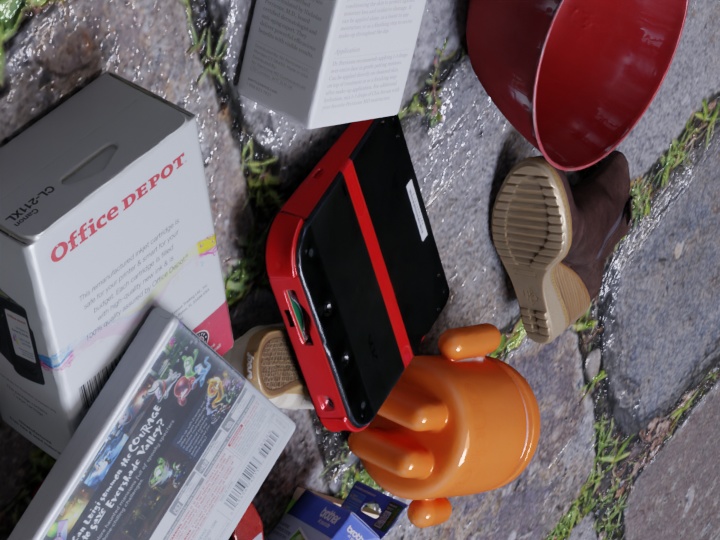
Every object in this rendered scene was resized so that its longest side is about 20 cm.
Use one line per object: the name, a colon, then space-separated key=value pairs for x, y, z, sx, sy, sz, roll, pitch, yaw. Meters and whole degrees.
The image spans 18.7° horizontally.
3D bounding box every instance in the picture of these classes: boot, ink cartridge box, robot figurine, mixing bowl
boot: x=0.178 y=-0.055 z=1.858 sx=0.167 sy=0.072 sz=0.201 roll=-52 pitch=148 yaw=-38
ink cartridge box: x=-0.055 y=0.237 z=1.664 sx=0.042 sy=0.119 sz=0.200 roll=45 pitch=79 yaw=-16
robot figurine: x=0.071 y=0.127 z=1.775 sx=0.199 sy=0.116 sz=0.145 roll=2 pitch=69 yaw=-56
ink cartridge box: x=-0.165 y=0.001 z=1.362 sx=0.146 sy=0.082 sz=0.201 roll=-40 pitch=142 yaw=-31
mixing bowl: x=0.151 y=-0.189 z=1.652 sx=0.200 sy=0.108 sz=0.202 roll=-35 pitch=140 yaw=-36

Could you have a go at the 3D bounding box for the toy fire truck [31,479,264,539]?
toy fire truck: x=-0.142 y=0.201 z=1.543 sx=0.199 sy=0.111 sz=0.170 roll=-19 pitch=109 yaw=-47

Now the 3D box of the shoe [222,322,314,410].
shoe: x=-0.048 y=0.068 z=1.625 sx=0.200 sy=0.053 sz=0.071 roll=9 pitch=77 yaw=-61

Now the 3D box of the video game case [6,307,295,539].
video game case: x=-0.136 y=0.146 z=1.400 sx=0.201 sy=0.023 sz=0.182 roll=-58 pitch=146 yaw=-11

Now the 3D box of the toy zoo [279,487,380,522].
toy zoo: x=-0.059 y=0.279 z=1.791 sx=0.131 sy=0.020 sz=0.201 roll=26 pitch=91 yaw=-59

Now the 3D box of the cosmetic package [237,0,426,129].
cosmetic package: x=-0.007 y=-0.203 z=1.446 sx=0.101 sy=0.071 sz=0.202 roll=-13 pitch=124 yaw=-51

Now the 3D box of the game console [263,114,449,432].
game console: x=0.000 y=0.000 z=1.604 sx=0.177 sy=0.031 sz=0.201 roll=-57 pitch=142 yaw=-39
